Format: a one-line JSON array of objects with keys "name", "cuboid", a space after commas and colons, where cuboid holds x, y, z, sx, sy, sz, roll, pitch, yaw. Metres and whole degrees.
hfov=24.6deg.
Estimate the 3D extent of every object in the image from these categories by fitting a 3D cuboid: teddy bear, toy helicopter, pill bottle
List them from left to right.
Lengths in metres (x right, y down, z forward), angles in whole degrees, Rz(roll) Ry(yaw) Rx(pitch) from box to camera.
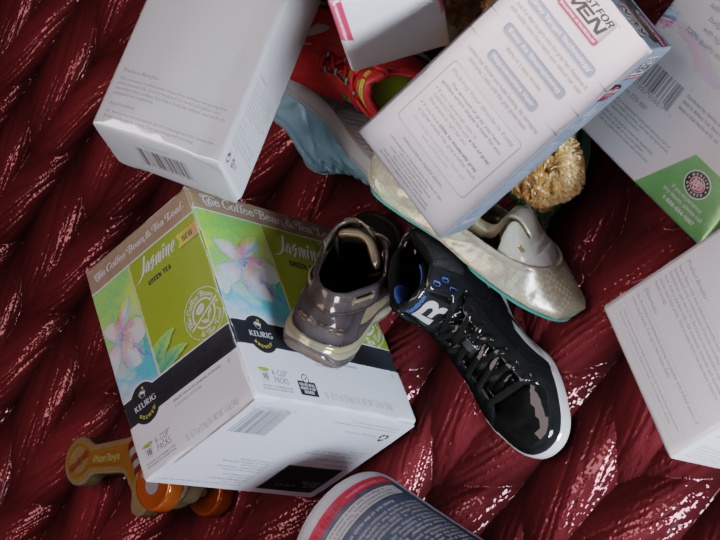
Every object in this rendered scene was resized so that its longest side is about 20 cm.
[{"name": "toy helicopter", "cuboid": [-0.201, 0.158, 1.494, 0.199, 0.079, 0.134, -11, 72, 41]}, {"name": "pill bottle", "cuboid": [0.053, 0.246, 1.232, 0.199, 0.119, 0.121, 28, 98, 40]}, {"name": "teddy bear", "cuboid": [0.105, -0.141, 1.226, 0.145, 0.066, 0.202, -6, 90, 56]}]

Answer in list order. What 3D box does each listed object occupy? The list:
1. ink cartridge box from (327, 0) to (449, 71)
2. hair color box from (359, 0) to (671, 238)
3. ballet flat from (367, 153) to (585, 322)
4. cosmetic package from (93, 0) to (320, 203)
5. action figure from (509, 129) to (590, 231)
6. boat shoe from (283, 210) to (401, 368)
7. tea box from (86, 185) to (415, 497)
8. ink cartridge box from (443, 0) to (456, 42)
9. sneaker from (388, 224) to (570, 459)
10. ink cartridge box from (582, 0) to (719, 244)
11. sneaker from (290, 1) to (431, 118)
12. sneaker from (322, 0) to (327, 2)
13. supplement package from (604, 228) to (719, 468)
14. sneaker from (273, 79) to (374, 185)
[{"name": "ink cartridge box", "cuboid": [0.003, -0.271, 1.211, 0.084, 0.146, 0.202, -15, 76, 3]}, {"name": "hair color box", "cuboid": [0.105, -0.125, 1.141, 0.200, 0.061, 0.099, -42, 81, 24]}, {"name": "ballet flat", "cuboid": [0.093, -0.036, 1.243, 0.199, 0.068, 0.063, 34, 129, 4]}, {"name": "cosmetic package", "cuboid": [-0.112, -0.170, 1.271, 0.112, 0.081, 0.201, 19, 74, 14]}, {"name": "action figure", "cuboid": [0.143, -0.126, 1.287, 0.117, 0.054, 0.202, -1, 84, 37]}, {"name": "boat shoe", "cuboid": [0.000, 0.000, 1.301, 0.074, 0.200, 0.074, 23, 122, 1]}, {"name": "tea box", "cuboid": [-0.089, 0.063, 1.338, 0.133, 0.199, 0.198, -38, 59, 27]}, {"name": "ink cartridge box", "cuboid": [0.024, -0.283, 1.346, 0.199, 0.083, 0.146, 27, 99, 11]}, {"name": "sneaker", "cuboid": [0.078, 0.054, 1.259, 0.073, 0.111, 0.201, -42, 57, 26]}, {"name": "ink cartridge box", "cuboid": [0.275, -0.131, 1.154, 0.201, 0.087, 0.146, -54, 53, 20]}, {"name": "sneaker", "cuboid": [0.007, -0.160, 1.331, 0.198, 0.085, 0.078, 23, 108, 9]}, {"name": "sneaker", "cuboid": [-0.020, -0.271, 1.431, 0.199, 0.082, 0.075, -13, 71, 31]}, {"name": "supplement package", "cuboid": [0.287, 0.031, 1.086, 0.199, 0.119, 0.122, -36, 58, 28]}, {"name": "sneaker", "cuboid": [-0.009, -0.108, 1.409, 0.200, 0.073, 0.082, 48, 139, 31]}]
